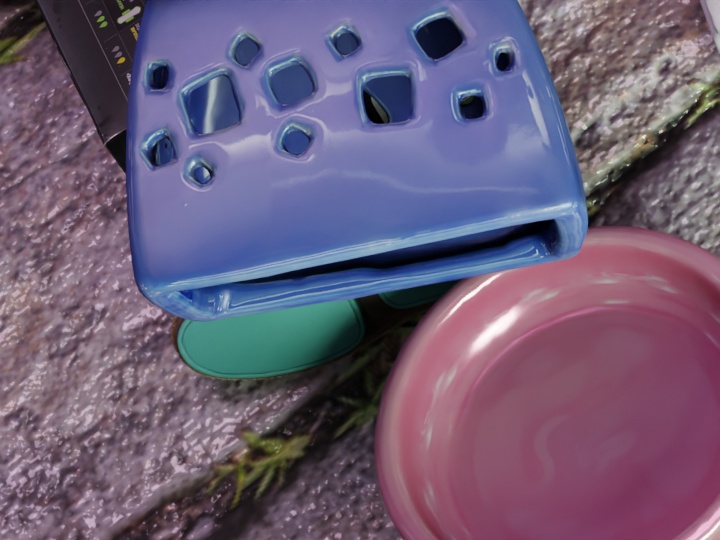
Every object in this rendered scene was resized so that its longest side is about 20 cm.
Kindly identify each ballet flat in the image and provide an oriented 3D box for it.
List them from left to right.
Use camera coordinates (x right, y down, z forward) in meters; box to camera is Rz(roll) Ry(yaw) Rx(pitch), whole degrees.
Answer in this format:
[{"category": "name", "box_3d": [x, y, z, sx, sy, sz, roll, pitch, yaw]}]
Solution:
[{"category": "ballet flat", "box_3d": [0.000, 0.000, 1.515, 0.199, 0.071, 0.065, -18, 26, 10]}]

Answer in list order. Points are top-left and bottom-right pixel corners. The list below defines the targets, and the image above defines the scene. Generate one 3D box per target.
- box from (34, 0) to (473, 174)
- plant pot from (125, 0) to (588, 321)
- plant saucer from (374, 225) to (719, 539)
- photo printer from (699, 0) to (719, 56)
[{"category": "box", "box_3d": [-0.039, -0.116, 1.544, 0.200, 0.149, 0.125, -31, 52, 3]}, {"category": "plant pot", "box_3d": [-0.009, -0.084, 1.358, 0.199, 0.200, 0.181, -10, 85, 4]}, {"category": "plant saucer", "box_3d": [0.107, 0.075, 1.413, 0.200, 0.051, 0.201, -12, 55, 18]}, {"category": "photo printer", "box_3d": [0.256, -0.194, 1.509, 0.199, 0.069, 0.167, -21, 52, 11]}]
